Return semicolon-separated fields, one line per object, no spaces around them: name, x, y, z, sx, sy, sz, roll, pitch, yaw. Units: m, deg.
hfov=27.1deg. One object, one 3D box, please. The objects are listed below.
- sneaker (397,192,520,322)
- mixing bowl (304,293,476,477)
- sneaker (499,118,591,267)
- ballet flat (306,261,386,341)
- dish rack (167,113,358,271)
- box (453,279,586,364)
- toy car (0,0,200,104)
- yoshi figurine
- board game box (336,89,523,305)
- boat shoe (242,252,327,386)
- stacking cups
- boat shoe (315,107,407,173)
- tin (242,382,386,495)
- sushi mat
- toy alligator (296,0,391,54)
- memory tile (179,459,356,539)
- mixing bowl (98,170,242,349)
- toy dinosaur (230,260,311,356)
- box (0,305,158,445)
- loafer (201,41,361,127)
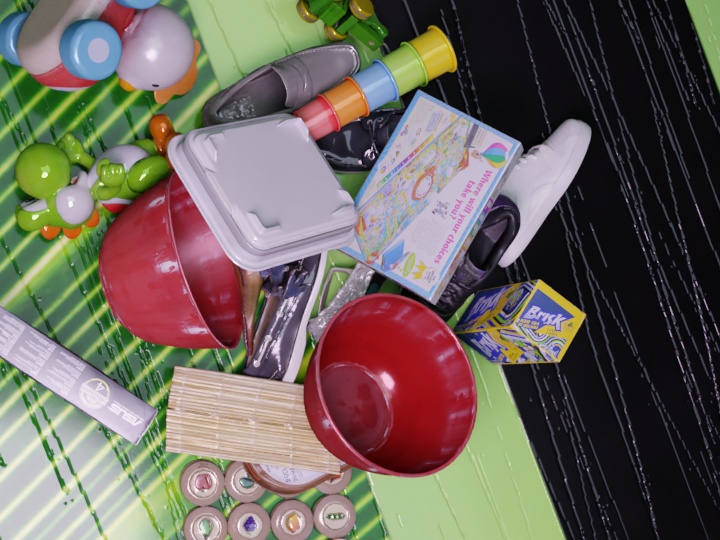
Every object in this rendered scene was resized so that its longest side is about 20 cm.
sneaker;0.107;0.000;1.690;0.076;0.088;0.200;34;102;-9
mixing bowl;0.014;0.137;1.607;0.199;0.108;0.201;14;63;-28
sneaker;0.181;-0.118;1.752;0.115;0.074;0.200;36;79;-12
ballet flat;0.000;0.000;1.703;0.072;0.072;0.201;31;78;-10
dish rack;-0.092;-0.093;1.572;0.200;0.044;0.172;-18;73;-48
box;0.173;0.060;1.670;0.070;0.200;0.064;36;77;-10
toy car;-0.255;-0.242;1.626;0.200;0.184;0.177;39;76;-37
yoshi figurine;-0.290;-0.114;1.621;0.199;0.112;0.112;-25;76;-13
board game box;0.073;-0.082;1.652;0.134;0.034;0.201;30;86;16
boat shoe;-0.085;0.028;1.675;0.060;0.074;0.201;14;90;-18
stacking cups;0.012;-0.208;1.702;0.199;0.060;0.061;-30;93;-11
boat shoe;0.034;-0.152;1.720;0.198;0.066;0.075;-1;86;-14
tin;-0.040;0.177;1.680;0.199;0.042;0.112;-25;88;-19
sushi mat;-0.114;0.165;1.638;0.199;0.012;0.096;10;75;-12
toy alligator;-0.007;-0.297;1.732;0.200;0.059;0.054;31;44;-27
memory tile;-0.101;0.283;1.676;0.199;0.017;0.154;-3;86;-15
mixing bowl;-0.212;0.001;1.597;0.108;0.200;0.201;-16;90;10
toy dinosaur;-0.137;-0.044;1.637;0.200;0.181;0.105;-53;142;1
box;-0.311;0.107;1.562;0.200;0.161;0.049;35;78;-10
loafer;-0.085;-0.206;1.691;0.199;0.070;0.070;-29;95;-14
